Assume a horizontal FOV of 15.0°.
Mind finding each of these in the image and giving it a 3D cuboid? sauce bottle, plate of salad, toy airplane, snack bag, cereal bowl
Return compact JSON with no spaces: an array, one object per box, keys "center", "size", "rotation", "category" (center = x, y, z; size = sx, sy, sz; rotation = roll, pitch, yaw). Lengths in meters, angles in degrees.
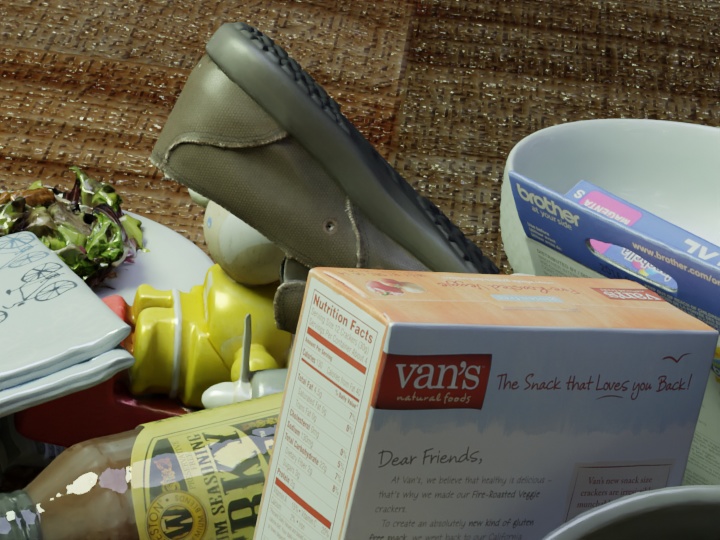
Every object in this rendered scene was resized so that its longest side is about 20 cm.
[{"center":[-0.061,0.082,0.936],"size":[0.199,0.065,0.065],"rotation":[-14,30,-19],"category":"sauce bottle"},{"center":[-0.165,-0.008,1.329],"size":[0.199,0.048,0.200],"rotation":[5,24,-2],"category":"plate of salad"},{"center":[-0.018,0.023,1.097],"size":[0.199,0.142,0.199],"rotation":[16,39,41],"category":"toy airplane"},{"center":[-0.200,0.039,1.070],"size":[0.199,0.022,0.189],"rotation":[-19,19,-13],"category":"snack bag"},{"center":[0.164,-0.003,1.367],"size":[0.199,0.084,0.200],"rotation":[6,24,-3],"category":"cereal bowl"}]

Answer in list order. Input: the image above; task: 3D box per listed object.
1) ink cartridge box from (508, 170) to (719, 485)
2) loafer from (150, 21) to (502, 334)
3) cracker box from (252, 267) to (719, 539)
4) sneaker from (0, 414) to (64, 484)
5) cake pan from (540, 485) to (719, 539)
[{"center":[0.125,0.045,1.010],"size":[0.119,0.200,0.042],"rotation":[28,62,39],"category":"ink cartridge box"},{"center":[0.000,0.000,1.011],"size":[0.200,0.071,0.073],"rotation":[47,7,-4],"category":"loafer"},{"center":[0.031,0.102,0.914],"size":[0.133,0.201,0.058],"rotation":[3,18,-33],"category":"cracker box"},{"center":[-0.179,0.058,1.134],"size":[0.082,0.075,0.200],"rotation":[-10,8,13],"category":"sneaker"},{"center":[0.112,0.170,0.869],"size":[0.199,0.201,0.037],"rotation":[1,-17,-13],"category":"cake pan"}]
